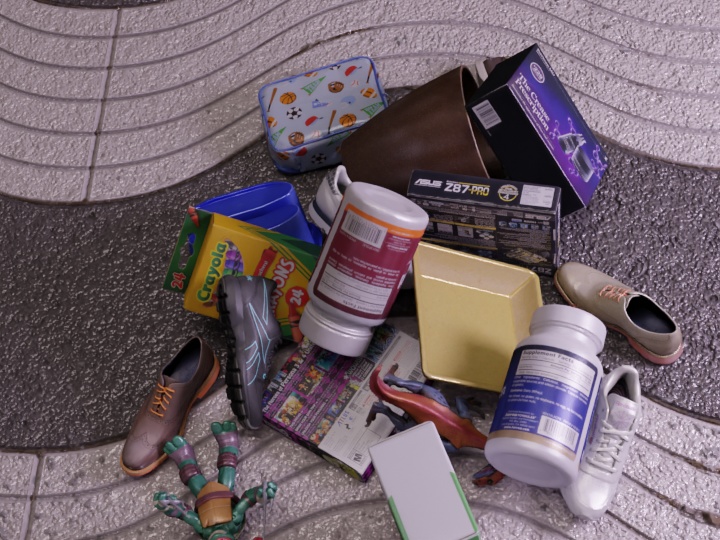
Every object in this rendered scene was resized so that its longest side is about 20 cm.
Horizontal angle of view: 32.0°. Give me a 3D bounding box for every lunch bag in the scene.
[{"bbox_3d":[-0.050,-0.237,1.877,0.198,0.076,0.161,-15,55,0],"label":"lunch bag"}]

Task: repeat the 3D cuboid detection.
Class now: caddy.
[{"bbox_3d":[-0.153,-0.038,1.750,0.198,0.106,0.142,-16,33,-2],"label":"caddy"}]

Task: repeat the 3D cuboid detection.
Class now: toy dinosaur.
[{"bbox_3d":[0.097,0.201,1.536,0.180,0.200,0.106,28,92,16],"label":"toy dinosaur"}]

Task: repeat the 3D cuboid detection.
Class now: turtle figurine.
[{"bbox_3d":[-0.182,0.284,1.552,0.148,0.101,0.201,-6,40,-13],"label":"turtle figurine"}]

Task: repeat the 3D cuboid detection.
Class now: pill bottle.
[{"bbox_3d":[0.229,0.150,1.518,0.115,0.116,0.201,13,64,16],"label":"pill bottle"},{"bbox_3d":[0.000,0.000,1.599,0.114,0.114,0.201,31,108,24],"label":"pill bottle"}]

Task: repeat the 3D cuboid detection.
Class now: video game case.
[{"bbox_3d":[-0.015,0.152,1.646,0.180,0.036,0.201,26,65,22],"label":"video game case"}]

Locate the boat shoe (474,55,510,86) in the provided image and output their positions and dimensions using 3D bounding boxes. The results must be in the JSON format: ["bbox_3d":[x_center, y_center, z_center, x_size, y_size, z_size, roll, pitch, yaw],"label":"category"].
[{"bbox_3d":[0.217,-0.240,1.841,0.059,0.072,0.201,-14,51,3],"label":"boat shoe"}]

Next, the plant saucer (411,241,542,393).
[{"bbox_3d":[0.149,0.076,1.622,0.198,0.048,0.201,14,53,-24],"label":"plant saucer"}]

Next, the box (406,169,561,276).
[{"bbox_3d":[0.168,-0.061,1.680,0.198,0.162,0.049,7,58,14],"label":"box"}]

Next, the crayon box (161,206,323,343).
[{"bbox_3d":[-0.152,0.007,1.660,0.198,0.128,0.051,16,19,-13],"label":"crayon box"}]

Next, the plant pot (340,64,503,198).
[{"bbox_3d":[0.080,-0.169,1.768,0.198,0.187,0.188,-16,55,17],"label":"plant pot"}]

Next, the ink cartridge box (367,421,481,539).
[{"bbox_3d":[0.083,0.289,1.449,0.083,0.201,0.147,-22,57,-3],"label":"ink cartridge box"}]

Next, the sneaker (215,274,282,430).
[{"bbox_3d":[-0.135,0.103,1.610,0.079,0.075,0.202,-5,88,-22],"label":"sneaker"}]

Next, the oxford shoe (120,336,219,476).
[{"bbox_3d":[-0.259,0.174,1.646,0.071,0.073,0.201,19,63,19],"label":"oxford shoe"}]

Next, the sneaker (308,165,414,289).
[{"bbox_3d":[0.018,-0.056,1.722,0.200,0.081,0.076,40,32,10],"label":"sneaker"}]

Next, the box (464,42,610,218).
[{"bbox_3d":[0.243,-0.185,1.703,0.079,0.201,0.141,-25,18,35],"label":"box"}]

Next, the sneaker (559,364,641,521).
[{"bbox_3d":[0.294,0.204,1.528,0.074,0.100,0.201,19,62,0],"label":"sneaker"}]

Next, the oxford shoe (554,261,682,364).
[{"bbox_3d":[0.340,0.039,1.642,0.199,0.074,0.071,34,68,25],"label":"oxford shoe"}]
